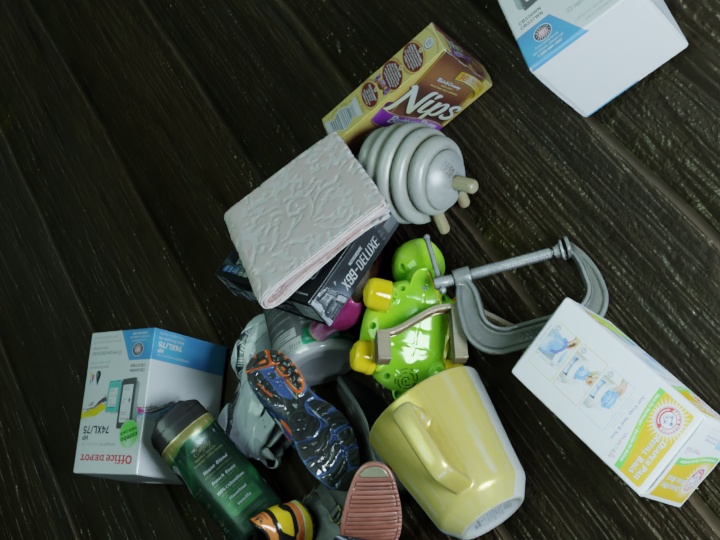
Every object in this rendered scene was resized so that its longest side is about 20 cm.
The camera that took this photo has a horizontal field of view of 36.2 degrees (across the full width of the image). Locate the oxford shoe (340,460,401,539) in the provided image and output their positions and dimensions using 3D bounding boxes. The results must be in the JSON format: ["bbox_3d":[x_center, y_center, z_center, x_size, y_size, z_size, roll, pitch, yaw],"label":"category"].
[{"bbox_3d":[0.012,0.306,1.286,0.069,0.074,0.203,3,108,2],"label":"oxford shoe"}]

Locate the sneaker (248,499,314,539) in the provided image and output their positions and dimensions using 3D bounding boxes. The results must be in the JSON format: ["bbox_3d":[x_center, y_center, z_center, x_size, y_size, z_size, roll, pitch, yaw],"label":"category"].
[{"bbox_3d":[-0.115,0.387,1.370,0.070,0.089,0.204,20,108,49],"label":"sneaker"}]

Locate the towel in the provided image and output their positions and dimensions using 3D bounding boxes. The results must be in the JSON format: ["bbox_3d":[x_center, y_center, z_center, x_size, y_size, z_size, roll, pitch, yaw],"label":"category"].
[{"bbox_3d":[-0.069,-0.066,1.339,0.190,0.032,0.201,-37,37,5],"label":"towel"}]

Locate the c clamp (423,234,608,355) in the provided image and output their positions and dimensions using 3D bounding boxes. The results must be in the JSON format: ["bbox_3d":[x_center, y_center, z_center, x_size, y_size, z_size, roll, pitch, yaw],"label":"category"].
[{"bbox_3d":[0.180,0.011,1.269,0.197,0.027,0.173,-10,60,4],"label":"c clamp"}]

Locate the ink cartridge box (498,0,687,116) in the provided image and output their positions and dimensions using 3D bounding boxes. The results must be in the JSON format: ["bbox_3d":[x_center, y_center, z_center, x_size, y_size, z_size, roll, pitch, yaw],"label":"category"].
[{"bbox_3d":[0.253,-0.320,1.280,0.146,0.145,0.202,-35,56,25],"label":"ink cartridge box"}]

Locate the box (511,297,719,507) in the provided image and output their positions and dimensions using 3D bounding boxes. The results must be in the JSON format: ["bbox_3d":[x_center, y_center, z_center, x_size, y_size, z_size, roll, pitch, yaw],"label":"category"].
[{"bbox_3d":[0.273,0.137,1.144,0.102,0.112,0.200,-53,50,10],"label":"box"}]

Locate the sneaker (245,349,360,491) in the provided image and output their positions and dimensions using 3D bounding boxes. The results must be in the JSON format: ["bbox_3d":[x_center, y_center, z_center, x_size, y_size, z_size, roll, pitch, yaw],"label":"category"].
[{"bbox_3d":[-0.065,0.186,1.358,0.075,0.079,0.201,-32,69,-12],"label":"sneaker"}]

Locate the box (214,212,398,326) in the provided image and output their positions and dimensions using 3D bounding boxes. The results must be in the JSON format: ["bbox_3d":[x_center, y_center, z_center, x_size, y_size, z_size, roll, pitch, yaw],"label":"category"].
[{"bbox_3d":[-0.068,-0.025,1.365,0.199,0.050,0.159,15,63,48],"label":"box"}]

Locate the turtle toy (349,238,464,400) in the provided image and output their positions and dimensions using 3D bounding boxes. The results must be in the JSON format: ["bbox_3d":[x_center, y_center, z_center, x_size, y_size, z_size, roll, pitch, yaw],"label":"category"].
[{"bbox_3d":[0.062,0.058,1.343,0.101,0.143,0.203,150,133,-77],"label":"turtle toy"}]

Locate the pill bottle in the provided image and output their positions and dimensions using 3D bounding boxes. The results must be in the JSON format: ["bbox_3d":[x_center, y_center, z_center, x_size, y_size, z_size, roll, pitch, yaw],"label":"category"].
[{"bbox_3d":[-0.076,0.041,1.466,0.112,0.112,0.202,-32,58,27],"label":"pill bottle"}]

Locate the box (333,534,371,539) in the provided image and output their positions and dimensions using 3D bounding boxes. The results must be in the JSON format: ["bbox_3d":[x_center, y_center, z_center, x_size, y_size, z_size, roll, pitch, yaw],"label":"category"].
[{"bbox_3d":[0.068,0.367,1.180,0.147,0.199,0.109,13,82,40],"label":"box"}]

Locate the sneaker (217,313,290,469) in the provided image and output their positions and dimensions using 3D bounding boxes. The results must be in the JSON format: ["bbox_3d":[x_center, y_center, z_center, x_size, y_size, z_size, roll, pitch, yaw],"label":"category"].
[{"bbox_3d":[-0.123,0.166,1.492,0.114,0.075,0.203,17,92,41],"label":"sneaker"}]

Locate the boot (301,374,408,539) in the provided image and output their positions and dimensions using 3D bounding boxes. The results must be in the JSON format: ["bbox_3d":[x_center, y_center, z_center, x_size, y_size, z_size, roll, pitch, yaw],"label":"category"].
[{"bbox_3d":[-0.025,0.252,1.384,0.174,0.069,0.201,-46,52,20],"label":"boot"}]

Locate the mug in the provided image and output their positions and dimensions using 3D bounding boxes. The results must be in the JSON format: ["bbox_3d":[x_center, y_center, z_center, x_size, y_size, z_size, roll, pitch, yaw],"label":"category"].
[{"bbox_3d":[0.096,0.217,1.232,0.154,0.185,0.150,57,131,27],"label":"mug"}]

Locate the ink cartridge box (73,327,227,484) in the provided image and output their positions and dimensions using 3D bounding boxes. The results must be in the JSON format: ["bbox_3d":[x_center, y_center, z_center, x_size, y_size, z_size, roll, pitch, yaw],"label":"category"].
[{"bbox_3d":[-0.299,0.199,1.576,0.145,0.145,0.203,-7,72,38],"label":"ink cartridge box"}]

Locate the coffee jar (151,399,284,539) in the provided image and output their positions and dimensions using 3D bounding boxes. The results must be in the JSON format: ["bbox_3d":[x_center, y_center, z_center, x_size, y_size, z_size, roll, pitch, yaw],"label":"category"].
[{"bbox_3d":[-0.190,0.264,1.442,0.085,0.104,0.200,-39,81,-17],"label":"coffee jar"}]

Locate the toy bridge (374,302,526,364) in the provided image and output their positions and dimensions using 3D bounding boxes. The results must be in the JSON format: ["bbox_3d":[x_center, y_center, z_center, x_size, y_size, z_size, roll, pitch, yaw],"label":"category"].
[{"bbox_3d":[0.114,0.073,1.278,0.196,0.027,0.068,-1,68,-6],"label":"toy bridge"}]

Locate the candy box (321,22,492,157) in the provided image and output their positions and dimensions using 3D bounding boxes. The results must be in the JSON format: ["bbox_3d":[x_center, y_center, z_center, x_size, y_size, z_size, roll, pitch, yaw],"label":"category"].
[{"bbox_3d":[0.060,-0.219,1.437,0.199,0.116,0.057,-40,54,24],"label":"candy box"}]

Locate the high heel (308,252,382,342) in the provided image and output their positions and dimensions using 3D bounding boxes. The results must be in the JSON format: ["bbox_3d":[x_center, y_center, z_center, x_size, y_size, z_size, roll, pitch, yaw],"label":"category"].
[{"bbox_3d":[0.000,0.000,1.392,0.096,0.067,0.201,-41,10,47],"label":"high heel"}]

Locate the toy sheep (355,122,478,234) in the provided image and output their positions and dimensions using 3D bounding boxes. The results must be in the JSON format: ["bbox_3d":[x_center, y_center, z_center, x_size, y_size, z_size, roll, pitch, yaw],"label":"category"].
[{"bbox_3d":[0.069,-0.119,1.378,0.198,0.137,0.140,11,83,39],"label":"toy sheep"}]
